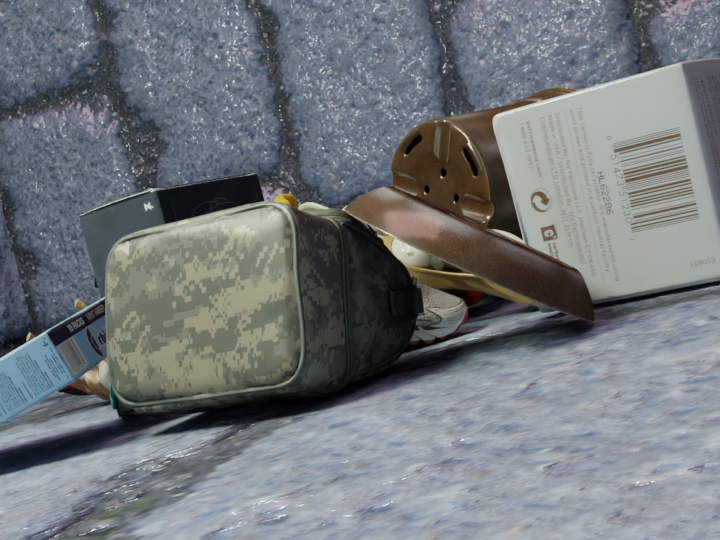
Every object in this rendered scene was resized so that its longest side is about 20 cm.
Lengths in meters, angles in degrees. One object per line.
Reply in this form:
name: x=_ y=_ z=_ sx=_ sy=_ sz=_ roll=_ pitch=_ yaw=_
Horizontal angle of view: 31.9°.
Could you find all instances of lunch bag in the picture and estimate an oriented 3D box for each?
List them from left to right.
lunch bag: x=-0.073 y=0.034 z=0.944 sx=0.198 sy=0.142 sz=0.167 roll=-12 pitch=-14 yaw=33

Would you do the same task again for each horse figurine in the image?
horse figurine: x=-0.255 y=0.091 z=1.242 sx=0.132 sy=0.050 sz=0.199 roll=30 pitch=-34 yaw=-24

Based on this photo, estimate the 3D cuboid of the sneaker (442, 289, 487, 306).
sneaker: x=0.041 y=0.022 z=1.242 sx=0.198 sy=0.078 sz=0.085 roll=-19 pitch=15 yaw=31

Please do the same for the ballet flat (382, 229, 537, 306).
ballet flat: x=0.088 y=-0.017 z=1.123 sx=0.197 sy=0.063 sz=0.069 roll=8 pitch=48 yaw=24

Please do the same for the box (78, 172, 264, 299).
box: x=-0.190 y=0.006 z=1.436 sx=0.123 sy=0.203 sz=0.196 roll=-15 pitch=1 yaw=29

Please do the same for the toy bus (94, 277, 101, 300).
toy bus: x=-0.253 y=0.059 z=1.671 sx=0.189 sy=0.138 sz=0.200 roll=-1 pitch=-6 yaw=-22

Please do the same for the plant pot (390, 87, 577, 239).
plant pot: x=0.148 y=-0.086 z=1.333 sx=0.197 sy=0.203 sz=0.199 roll=-10 pitch=-1 yaw=-40

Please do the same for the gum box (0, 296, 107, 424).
gum box: x=-0.290 y=0.098 z=1.000 sx=0.198 sy=0.045 sz=0.170 roll=-30 pitch=5 yaw=9

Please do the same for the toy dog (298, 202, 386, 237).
toy dog: x=0.033 y=-0.015 z=1.406 sx=0.191 sy=0.142 sz=0.199 roll=2 pitch=10 yaw=27

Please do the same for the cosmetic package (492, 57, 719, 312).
cosmetic package: x=0.238 y=-0.074 z=1.050 sx=0.165 sy=0.170 sz=0.199 roll=-13 pitch=2 yaw=32

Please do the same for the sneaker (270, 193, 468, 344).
sneaker: x=0.000 y=0.000 z=1.055 sx=0.198 sy=0.083 sz=0.078 roll=22 pitch=16 yaw=-6

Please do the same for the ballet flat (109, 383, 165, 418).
ballet flat: x=-0.181 y=0.096 z=1.080 sx=0.073 sy=0.075 sz=0.200 roll=-15 pitch=4 yaw=-10

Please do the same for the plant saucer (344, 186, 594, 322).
plant saucer: x=0.084 y=-0.017 z=0.916 sx=0.198 sy=0.032 sz=0.200 roll=23 pitch=6 yaw=-2
